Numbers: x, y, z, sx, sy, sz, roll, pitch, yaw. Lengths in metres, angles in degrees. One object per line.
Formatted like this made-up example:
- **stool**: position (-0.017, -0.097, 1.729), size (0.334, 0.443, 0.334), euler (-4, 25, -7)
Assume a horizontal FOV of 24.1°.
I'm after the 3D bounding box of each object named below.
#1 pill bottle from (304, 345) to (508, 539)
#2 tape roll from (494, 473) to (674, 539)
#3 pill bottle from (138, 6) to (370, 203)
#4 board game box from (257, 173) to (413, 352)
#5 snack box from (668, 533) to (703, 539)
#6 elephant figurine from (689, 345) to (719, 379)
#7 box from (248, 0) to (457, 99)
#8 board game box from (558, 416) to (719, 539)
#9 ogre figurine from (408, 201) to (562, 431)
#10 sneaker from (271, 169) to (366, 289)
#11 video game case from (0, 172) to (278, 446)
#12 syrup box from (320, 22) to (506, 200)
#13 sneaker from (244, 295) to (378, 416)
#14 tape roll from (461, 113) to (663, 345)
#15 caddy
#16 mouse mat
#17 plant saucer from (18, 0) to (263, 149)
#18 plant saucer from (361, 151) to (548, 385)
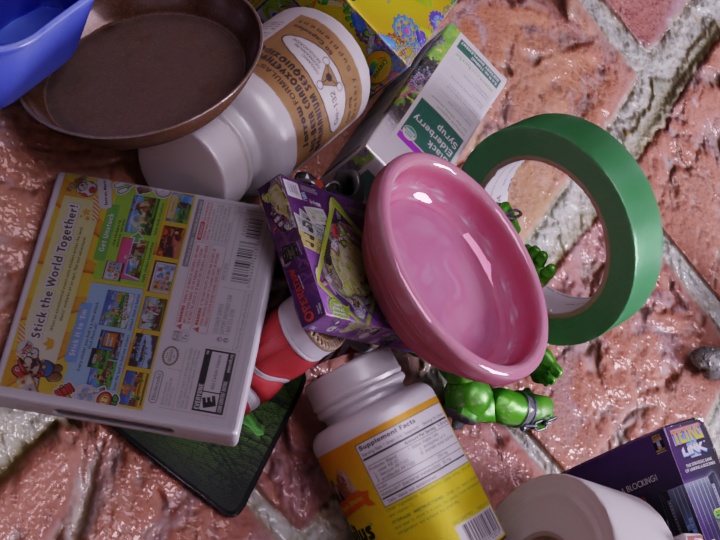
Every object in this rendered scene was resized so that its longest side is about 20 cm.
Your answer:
- **pill bottle**: position (0.033, 0.166, 1.341), size (0.109, 0.109, 0.201), euler (-21, 82, -43)
- **tape roll**: position (0.163, 0.266, 1.331), size (0.070, 0.202, 0.204), euler (21, 56, -29)
- **pill bottle**: position (-0.088, -0.127, 1.389), size (0.115, 0.114, 0.200), euler (51, 47, -5)
- **board game box**: position (0.000, 0.000, 1.331), size (0.199, 0.032, 0.121), euler (17, 45, -57)
- **snack box**: position (0.206, 0.274, 1.362), size (0.024, 0.200, 0.073), euler (8, 63, -33)
- **elephant figurine**: position (0.454, 0.078, 1.722), size (0.199, 0.142, 0.155), euler (35, 19, 0)
- **box**: position (-0.014, -0.278, 1.520), size (0.193, 0.122, 0.200), euler (45, 47, -11)
- **board game box**: position (0.230, 0.233, 1.403), size (0.056, 0.200, 0.167), euler (-11, 74, -40)
- **ogre figurine**: position (0.110, 0.056, 1.468), size (0.119, 0.098, 0.202), euler (-22, 126, -37)
- **sneaker**: position (-0.060, -0.037, 1.378), size (0.200, 0.076, 0.083), euler (-27, 115, -54)
- **video game case**: position (-0.161, 0.025, 1.256), size (0.180, 0.023, 0.202), euler (10, 58, 1)
- **syrup box**: position (0.049, -0.125, 1.521), size (0.079, 0.081, 0.201), euler (43, 47, -11)
- **sneaker**: position (-0.057, 0.060, 1.355), size (0.072, 0.112, 0.200), euler (61, 15, 8)
- **tape roll**: position (0.171, -0.036, 1.492), size (0.048, 0.200, 0.202), euler (-26, 85, -43)
- **caddy**: position (-0.279, -0.212, 1.258), size (0.141, 0.105, 0.200), euler (35, 47, 8)
- **mouse mat**: position (-0.140, 0.078, 1.317), size (0.200, 0.008, 0.162), euler (40, 49, -15)
- **plant saucer**: position (-0.172, -0.159, 1.325), size (0.198, 0.035, 0.201), euler (-5, 46, 5)
- **plant saucer**: position (0.069, 0.004, 1.346), size (0.200, 0.051, 0.202), euler (34, 39, -32)
